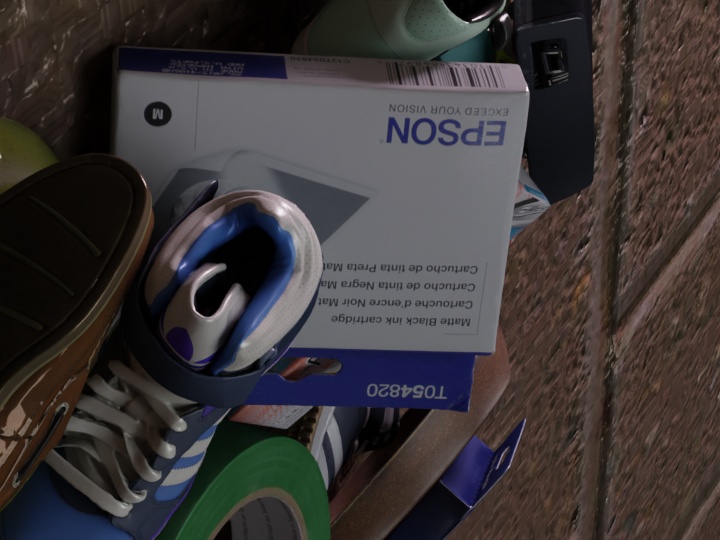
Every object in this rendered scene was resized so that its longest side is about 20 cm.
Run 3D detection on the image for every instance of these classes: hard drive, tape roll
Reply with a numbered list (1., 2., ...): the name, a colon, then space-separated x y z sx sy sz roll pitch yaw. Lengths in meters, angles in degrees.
1. hard drive: 0.106 -0.131 1.043 0.200 0.042 0.136 72 18 -64
2. tape roll: -0.082 0.176 0.964 0.200 0.048 0.202 -41 138 -51

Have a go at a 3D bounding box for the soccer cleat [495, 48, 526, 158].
1. soccer cleat: 0.100 -0.134 1.247 0.200 0.064 0.084 30 62 -63

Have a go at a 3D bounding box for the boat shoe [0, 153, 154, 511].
1. boat shoe: -0.151 0.043 0.788 0.200 0.072 0.068 -53 156 -12

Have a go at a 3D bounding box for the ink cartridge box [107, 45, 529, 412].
1. ink cartridge box: -0.027 -0.007 0.935 0.041 0.198 0.201 -101 -166 -60

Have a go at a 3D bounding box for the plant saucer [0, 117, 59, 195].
1. plant saucer: -0.176 0.033 0.836 0.200 0.031 0.201 -45 146 -42

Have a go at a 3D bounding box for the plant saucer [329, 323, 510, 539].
1. plant saucer: 0.031 0.117 1.200 0.200 0.034 0.200 -48 179 -1

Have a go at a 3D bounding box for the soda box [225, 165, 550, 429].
1. soda box: 0.000 0.000 1.016 0.200 0.064 0.068 -40 157 16

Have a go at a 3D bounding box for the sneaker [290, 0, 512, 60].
1. sneaker: 0.049 -0.162 0.990 0.074 0.118 0.201 47 42 -20

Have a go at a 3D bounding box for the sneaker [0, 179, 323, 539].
1. sneaker: -0.092 0.048 0.818 0.200 0.080 0.147 -49 172 -14

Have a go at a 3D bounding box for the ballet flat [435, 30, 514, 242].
1. ballet flat: 0.048 -0.106 1.129 0.075 0.064 0.202 -10 93 -40

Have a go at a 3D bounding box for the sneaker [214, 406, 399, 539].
1. sneaker: -0.038 0.117 1.132 0.201 0.070 0.108 -68 154 -9

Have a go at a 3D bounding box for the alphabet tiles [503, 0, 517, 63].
1. alphabet tiles: 0.118 -0.179 1.208 0.167 0.007 0.202 24 64 -66

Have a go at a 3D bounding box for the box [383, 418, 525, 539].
1. box: 0.028 0.172 1.224 0.200 0.032 0.121 -49 179 15
